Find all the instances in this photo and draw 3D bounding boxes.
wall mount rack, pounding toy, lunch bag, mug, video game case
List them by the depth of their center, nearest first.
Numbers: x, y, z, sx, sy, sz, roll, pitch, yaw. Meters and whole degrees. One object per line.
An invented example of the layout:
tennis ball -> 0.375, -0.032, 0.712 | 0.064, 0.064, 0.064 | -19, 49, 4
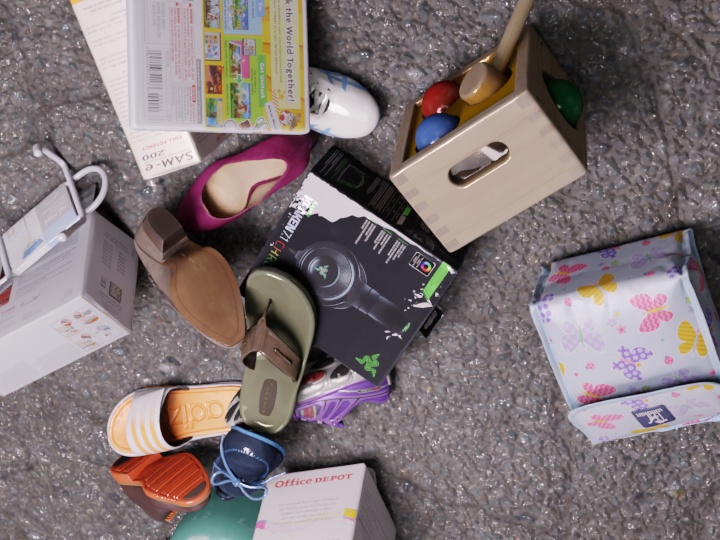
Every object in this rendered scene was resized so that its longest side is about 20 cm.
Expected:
pounding toy -> 0.131, -0.160, 1.211 | 0.199, 0.184, 0.142 | -31, 113, 25
video game case -> -0.138, -0.235, 1.236 | 0.181, 0.023, 0.202 | -1, 89, -23
lunch bag -> 0.285, 0.082, 1.289 | 0.169, 0.127, 0.201 | -13, 115, 22
wall mount rack -> -0.365, -0.042, 1.388 | 0.200, 0.174, 0.075 | -38, 139, 11
mug -> -0.170, 0.362, 1.539 | 0.152, 0.114, 0.185 | 41, 116, -4

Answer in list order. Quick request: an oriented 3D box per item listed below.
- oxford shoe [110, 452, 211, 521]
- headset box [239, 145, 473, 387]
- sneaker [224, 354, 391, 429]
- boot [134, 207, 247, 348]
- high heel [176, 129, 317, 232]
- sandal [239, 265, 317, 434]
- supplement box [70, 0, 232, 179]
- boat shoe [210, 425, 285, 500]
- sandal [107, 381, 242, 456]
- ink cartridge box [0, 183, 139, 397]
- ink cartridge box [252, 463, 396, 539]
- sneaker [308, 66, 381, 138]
oxford shoe -> -0.225, 0.262, 1.505 | 0.200, 0.071, 0.073 | 6, 125, 57
headset box -> 0.000, 0.000, 1.351 | 0.199, 0.093, 0.175 | 34, 118, -1
sneaker -> -0.059, 0.152, 1.435 | 0.199, 0.081, 0.084 | -16, 118, 12
boot -> -0.182, 0.022, 1.375 | 0.070, 0.146, 0.201 | -27, 71, -15
high heel -> -0.135, -0.089, 1.350 | 0.200, 0.096, 0.068 | -36, 100, 26
sandal -> -0.093, 0.092, 1.334 | 0.079, 0.057, 0.202 | 11, 114, 13
supplement box -> -0.209, -0.211, 1.303 | 0.073, 0.126, 0.201 | -14, 107, 20
boat shoe -> -0.129, 0.230, 1.440 | 0.084, 0.069, 0.200 | 25, 160, 4
sandal -> -0.217, 0.170, 1.493 | 0.205, 0.059, 0.080 | -14, 85, 17
ink cartridge box -> -0.355, 0.021, 1.449 | 0.199, 0.176, 0.084 | -25, 134, 24
ink cartridge box -> -0.042, 0.325, 1.453 | 0.128, 0.201, 0.126 | -9, 127, 19
sneaker -> -0.074, -0.187, 1.306 | 0.199, 0.073, 0.072 | 25, 115, 3
